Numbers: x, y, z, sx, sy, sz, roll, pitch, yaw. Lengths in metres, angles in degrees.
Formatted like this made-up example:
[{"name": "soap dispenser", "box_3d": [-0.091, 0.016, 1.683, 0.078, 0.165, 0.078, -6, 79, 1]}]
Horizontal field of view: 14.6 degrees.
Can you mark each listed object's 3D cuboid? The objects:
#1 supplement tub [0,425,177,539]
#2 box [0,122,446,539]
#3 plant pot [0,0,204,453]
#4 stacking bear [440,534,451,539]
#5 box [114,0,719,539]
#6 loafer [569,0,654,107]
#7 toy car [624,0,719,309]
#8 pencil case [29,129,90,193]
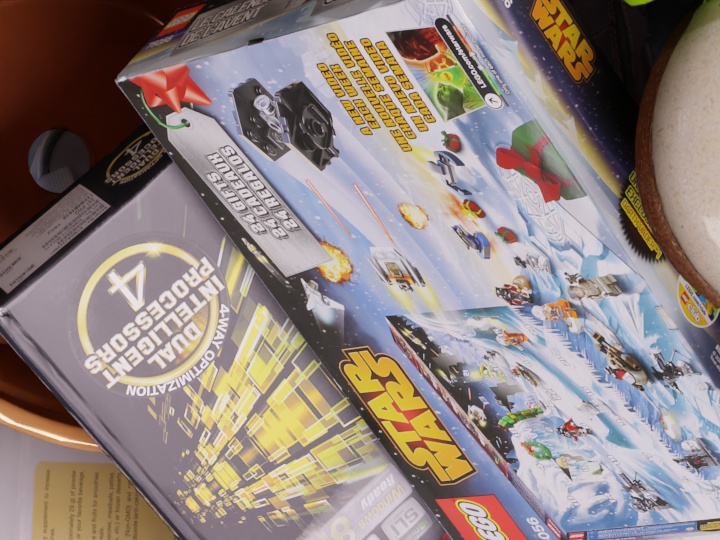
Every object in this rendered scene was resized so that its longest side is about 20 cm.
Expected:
[{"name": "supplement tub", "box_3d": [-0.085, 0.116, 1.117, 0.200, 0.145, 0.145, 2, 150, -2]}, {"name": "box", "box_3d": [0.000, 0.000, 0.888, 0.161, 0.200, 0.049, 53, 170, -26]}, {"name": "plant pot", "box_3d": [-0.091, -0.039, 0.966, 0.200, 0.200, 0.140, 41, 169, -12]}, {"name": "stacking bear", "box_3d": [0.109, 0.122, 1.047, 0.114, 0.122, 0.200, 5, 172, -25]}, {"name": "box", "box_3d": [0.037, -0.001, 0.801, 0.137, 0.040, 0.200, -11, 123, 45]}, {"name": "loafer", "box_3d": [0.056, -0.076, 0.838, 0.072, 0.063, 0.200, 19, 124, 44]}, {"name": "toy car", "box_3d": [0.133, -0.042, 0.756, 0.200, 0.158, 0.164, -178, 65, -81]}, {"name": "pencil case", "box_3d": [-0.105, 0.002, 1.140, 0.091, 0.083, 0.200, 2, 157, -16]}]
